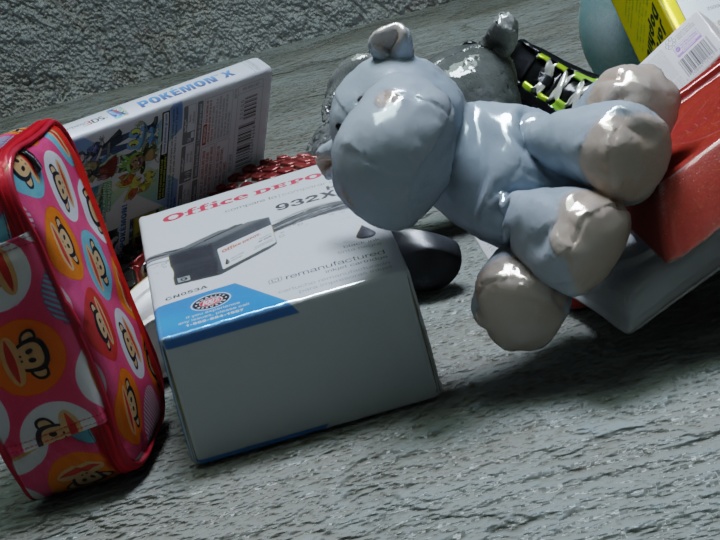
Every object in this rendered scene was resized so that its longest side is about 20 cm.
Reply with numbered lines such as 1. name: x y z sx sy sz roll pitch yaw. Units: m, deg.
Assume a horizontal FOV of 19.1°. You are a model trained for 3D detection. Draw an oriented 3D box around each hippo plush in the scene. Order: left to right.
1. hippo plush: 0.068 -0.074 1.160 0.159 0.161 0.200 -55 10 25

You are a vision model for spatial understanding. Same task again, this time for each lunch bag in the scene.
1. lunch bag: -0.178 0.018 1.226 0.082 0.200 0.176 -18 12 7

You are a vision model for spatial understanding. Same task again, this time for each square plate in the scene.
1. square plate: 0.201 -0.047 1.227 0.198 0.028 0.200 -37 11 -1

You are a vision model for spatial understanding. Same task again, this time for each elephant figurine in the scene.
1. elephant figurine: 0.019 -0.092 1.598 0.200 0.155 0.142 -6 -8 -6

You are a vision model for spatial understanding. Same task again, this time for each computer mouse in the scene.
1. computer mouse: 0.000 0.000 1.483 0.059 0.034 0.200 19 -15 -30

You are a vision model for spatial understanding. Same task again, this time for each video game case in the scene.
1. video game case: -0.143 -0.035 1.474 0.182 0.200 0.022 -24 47 -36

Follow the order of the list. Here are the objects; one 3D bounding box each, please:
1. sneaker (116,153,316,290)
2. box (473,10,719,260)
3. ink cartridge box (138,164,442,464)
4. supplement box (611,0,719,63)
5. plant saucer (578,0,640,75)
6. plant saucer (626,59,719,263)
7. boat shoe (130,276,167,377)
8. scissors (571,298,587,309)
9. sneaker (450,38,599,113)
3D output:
1. sneaker: -0.079 -0.014 1.470 0.200 0.082 0.078 -32 30 -15
2. box: 0.153 -0.074 1.312 0.200 0.041 0.039 -45 -40 18
3. ink cartridge box: -0.047 0.017 1.254 0.145 0.084 0.200 -17 23 -3
4. supplement box: 0.267 -0.202 1.630 0.109 0.200 0.110 -16 -31 -6
5. plant saucer: 0.282 -0.215 1.774 0.201 0.201 0.039 -16 33 -5
6. plant saucer: 0.222 -0.093 1.185 0.200 0.037 0.200 -37 12 4
7. boat shoe: -0.079 0.024 1.390 0.200 0.071 0.069 -30 46 -14
8. scissors: 0.194 -0.013 1.343 0.200 0.014 0.073 -22 11 -21
9. sneaker: 0.137 -0.135 1.654 0.200 0.083 0.072 16 66 47
